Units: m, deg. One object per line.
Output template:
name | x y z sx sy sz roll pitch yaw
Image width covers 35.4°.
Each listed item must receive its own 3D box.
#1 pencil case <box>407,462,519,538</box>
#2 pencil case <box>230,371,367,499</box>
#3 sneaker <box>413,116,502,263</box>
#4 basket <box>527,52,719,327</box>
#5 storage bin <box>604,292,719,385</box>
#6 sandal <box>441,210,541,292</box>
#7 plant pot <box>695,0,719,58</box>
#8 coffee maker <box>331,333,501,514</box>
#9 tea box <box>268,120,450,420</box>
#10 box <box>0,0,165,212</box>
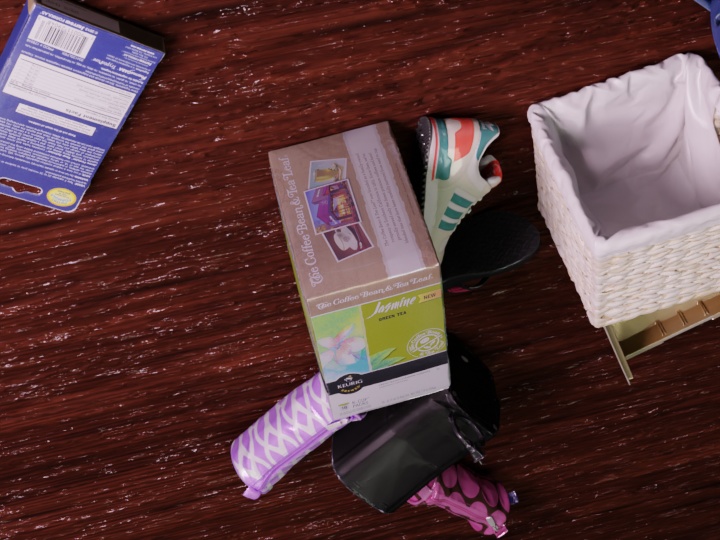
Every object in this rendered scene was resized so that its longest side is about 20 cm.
pencil case | 0.135 0.318 1.611 0.090 0.095 0.199 -39 134 24
pencil case | -0.075 0.199 1.409 0.199 0.086 0.083 -40 136 25
sneaker | 0.102 -0.077 1.181 0.091 0.071 0.202 -5 135 -6
basket | 0.294 -0.080 1.158 0.197 0.200 0.162 -18 144 -1
storage bin | 0.387 0.026 1.384 0.197 0.095 0.199 -26 139 8
sandal | 0.110 -0.007 1.268 0.197 0.076 0.045 -23 147 17
plant pot | 0.431 -0.250 1.030 0.198 0.182 0.200 17 128 -35
coffee maker | 0.061 0.199 1.384 0.200 0.192 0.135 -42 91 24
tea box | 0.000 0.000 1.128 0.131 0.202 0.198 -15 140 -3
box | -0.270 -0.144 0.998 0.120 0.033 0.201 16 127 -33
